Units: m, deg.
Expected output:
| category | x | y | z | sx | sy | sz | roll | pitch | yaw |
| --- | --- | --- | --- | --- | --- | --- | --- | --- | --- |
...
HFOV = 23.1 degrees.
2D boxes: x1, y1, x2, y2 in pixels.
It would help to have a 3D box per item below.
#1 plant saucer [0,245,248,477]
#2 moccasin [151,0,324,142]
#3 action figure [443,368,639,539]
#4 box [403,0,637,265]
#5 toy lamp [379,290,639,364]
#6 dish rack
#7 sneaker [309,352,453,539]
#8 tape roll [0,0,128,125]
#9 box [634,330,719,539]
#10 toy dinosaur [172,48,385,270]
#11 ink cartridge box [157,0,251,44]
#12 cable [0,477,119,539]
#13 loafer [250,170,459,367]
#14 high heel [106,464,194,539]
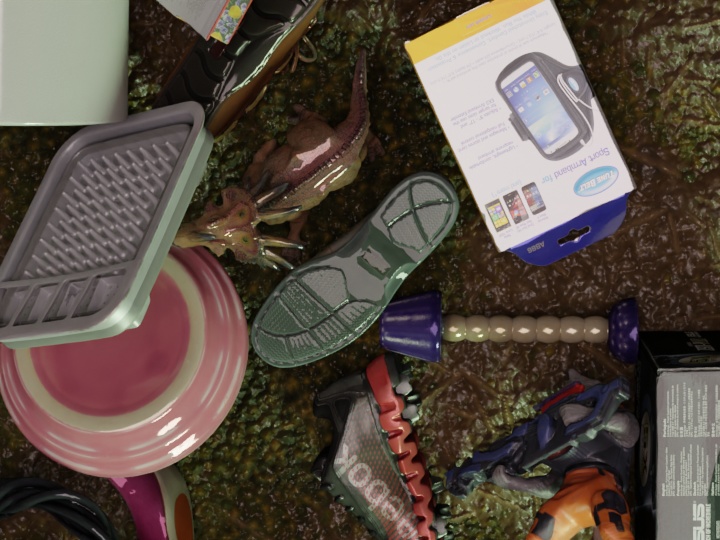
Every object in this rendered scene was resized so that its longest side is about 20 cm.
| category | x | y | z | sx | sy | sz | roll | pitch | yaw |
| --- | --- | --- | --- | --- | --- | --- | --- | --- | --- |
| plant saucer | -0.187 | 0.055 | 1.345 | 0.198 | 0.051 | 0.203 | -2 | 73 | 6 |
| moccasin | -0.077 | -0.175 | 1.339 | 0.073 | 0.078 | 0.202 | 36 | 102 | 14 |
| action figure | 0.154 | 0.171 | 1.333 | 0.104 | 0.199 | 0.195 | 27 | 56 | -28 |
| box | 0.127 | -0.109 | 1.347 | 0.118 | 0.041 | 0.202 | -24 | 98 | 6 |
| toy lamp | 0.113 | 0.044 | 1.360 | 0.198 | 0.058 | 0.059 | 1 | 98 | 1 |
| dish rack | -0.188 | -0.026 | 1.289 | 0.171 | 0.201 | 0.044 | -9 | 141 | 41 |
| sneaker | 0.015 | 0.171 | 1.374 | 0.097 | 0.071 | 0.203 | -16 | 94 | 5 |
| tape roll | -0.268 | -0.180 | 1.282 | 0.200 | 0.203 | 0.141 | 2 | 98 | 3 |
| box | 0.253 | 0.156 | 1.310 | 0.085 | 0.164 | 0.202 | -1 | 98 | 3 |
| toy dinosaur | -0.045 | -0.070 | 1.314 | 0.086 | 0.136 | 0.200 | 43 | 97 | -2 |
| ink cartridge box | -0.098 | -0.228 | 1.267 | 0.050 | 0.200 | 0.110 | 25 | 100 | -30 |
| cable | -0.258 | 0.241 | 1.360 | 0.198 | 0.051 | 0.165 | -5 | 88 | 31 |
| loafer | 0.000 | 0.000 | 1.361 | 0.200 | 0.063 | 0.072 | -41 | 93 | 11 |
| high heel | -0.193 | 0.167 | 1.396 | 0.095 | 0.067 | 0.202 | -13 | 89 | 12 |
